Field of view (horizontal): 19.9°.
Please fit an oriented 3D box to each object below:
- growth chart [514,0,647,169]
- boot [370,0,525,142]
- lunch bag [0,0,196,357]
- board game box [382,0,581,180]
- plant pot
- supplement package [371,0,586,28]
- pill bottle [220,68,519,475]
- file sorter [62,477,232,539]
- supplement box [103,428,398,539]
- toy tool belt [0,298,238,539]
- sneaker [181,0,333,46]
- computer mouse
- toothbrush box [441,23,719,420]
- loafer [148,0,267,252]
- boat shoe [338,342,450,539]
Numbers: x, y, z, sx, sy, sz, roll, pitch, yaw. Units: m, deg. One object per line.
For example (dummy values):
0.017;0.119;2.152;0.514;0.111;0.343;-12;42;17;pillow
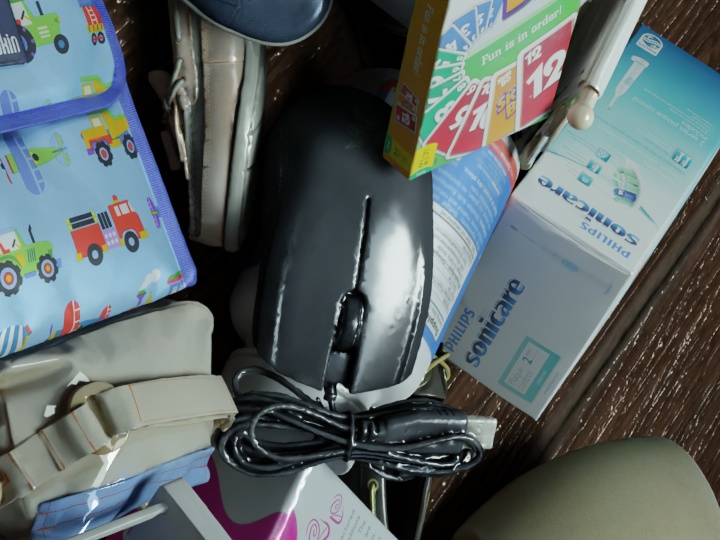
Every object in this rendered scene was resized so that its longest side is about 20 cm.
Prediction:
0.122;-0.117;1.113;0.145;0.018;0.200;-63;-176;-6;growth chart
0.078;-0.170;1.201;0.204;0.073;0.154;-61;148;-30;boot
-0.169;-0.069;0.867;0.151;0.094;0.200;-22;105;-50;lunch bag
0.067;-0.136;0.940;0.095;0.030;0.200;-26;142;-32;board game box
0.129;0.207;1.294;0.134;0.200;0.200;0;101;-20;plant pot
0.044;-0.203;0.979;0.120;0.121;0.200;-45;150;-8;supplement package
-0.002;0.002;1.088;0.200;0.112;0.112;-63;143;-21;pill bottle
-0.119;0.217;0.876;0.124;0.139;0.200;-17;149;-49;file sorter
-0.040;0.173;1.087;0.101;0.103;0.200;-63;144;-21;supplement box
-0.141;0.090;0.902;0.200;0.125;0.123;-22;108;-51;toy tool belt
-0.076;-0.174;0.904;0.075;0.085;0.200;-44;116;-3;sneaker
0.000;0.000;0.999;0.138;0.053;0.200;3;76;-18;computer mouse
0.138;-0.031;1.237;0.200;0.085;0.146;-49;170;-44;toothbrush box
-0.076;-0.111;1.008;0.072;0.063;0.200;-78;175;-78;loafer
0.023;0.071;1.186;0.072;0.061;0.201;12;89;-56;boat shoe
